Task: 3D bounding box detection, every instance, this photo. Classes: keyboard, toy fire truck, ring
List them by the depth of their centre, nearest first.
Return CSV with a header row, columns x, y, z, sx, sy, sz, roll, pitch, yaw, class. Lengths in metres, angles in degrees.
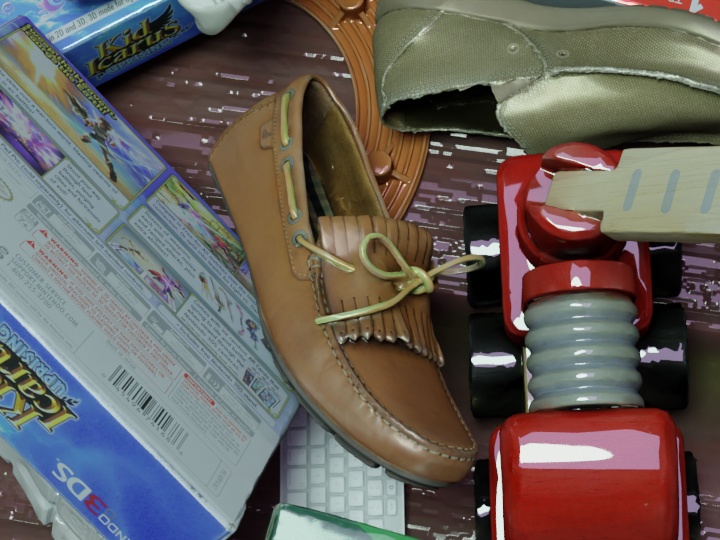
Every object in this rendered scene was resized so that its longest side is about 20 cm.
x,y,z,sx,sy,sz,roll,pitch,yaw,class
0.103,0.027,0.698,0.128,0.200,0.177,-2,76,6,toy fire truck
-0.008,0.154,0.776,0.056,0.011,0.201,-2,76,5,keyboard
-0.067,-0.074,0.835,0.199,0.019,0.201,-2,76,6,ring

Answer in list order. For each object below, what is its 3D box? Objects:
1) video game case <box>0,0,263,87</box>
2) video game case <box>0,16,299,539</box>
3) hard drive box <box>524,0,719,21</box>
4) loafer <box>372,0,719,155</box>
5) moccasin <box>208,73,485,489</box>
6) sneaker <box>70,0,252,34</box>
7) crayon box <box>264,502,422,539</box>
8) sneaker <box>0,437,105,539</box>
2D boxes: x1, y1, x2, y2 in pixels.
x,y,z,sx,sy,sz,roll,pitch,yaw,class
-0.135,-0.181,0.843,0.199,0.045,0.182,-27,67,0,video game case
-0.110,0.003,0.705,0.045,0.181,0.200,-41,97,22,video game case
0.142,-0.197,0.814,0.155,0.077,0.201,15,78,10,hard drive box
0.094,-0.076,0.780,0.199,0.076,0.068,12,75,26,loafer
0.001,0.001,0.731,0.078,0.073,0.202,-44,44,25,moccasin
-0.119,-0.171,0.773,0.200,0.078,0.100,31,83,19,sneaker
0.057,0.147,0.705,0.199,0.127,0.051,16,76,3,crayon box
-0.108,0.061,0.756,0.200,0.077,0.082,47,51,7,sneaker
